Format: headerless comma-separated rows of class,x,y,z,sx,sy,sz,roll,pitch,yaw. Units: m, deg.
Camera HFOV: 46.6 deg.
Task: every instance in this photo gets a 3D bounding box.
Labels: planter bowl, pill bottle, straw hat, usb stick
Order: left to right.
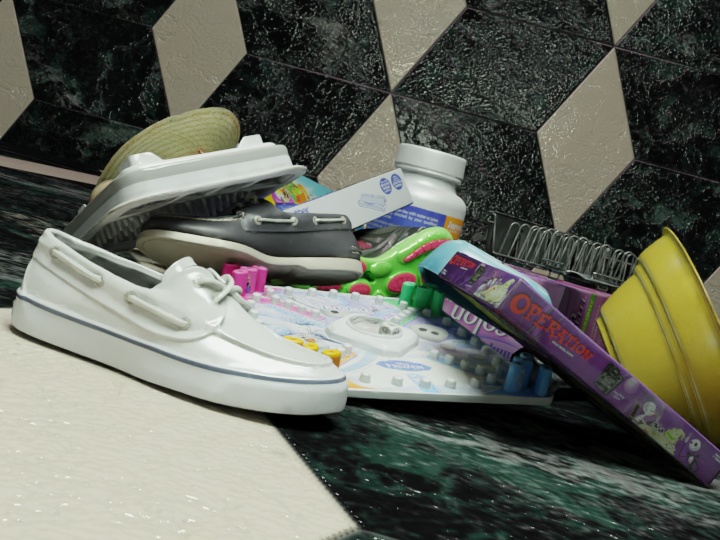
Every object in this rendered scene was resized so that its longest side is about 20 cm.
straw hat,-0.198,-0.090,0.967,0.085,0.201,0.201,49,15,16
pill bottle,0.061,-0.043,0.992,0.112,0.200,0.112,15,5,-1
usb stick,0.208,0.098,0.806,0.055,0.033,0.200,32,13,36
planter bowl,0.253,0.072,0.705,0.083,0.201,0.200,-20,-4,14

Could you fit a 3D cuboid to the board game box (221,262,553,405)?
board game box,0.011,0.041,0.616,0.200,0.026,0.200,6,15,-24

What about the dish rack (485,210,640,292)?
dish rack,0.228,-0.010,0.867,0.153,0.055,0.200,14,5,-17

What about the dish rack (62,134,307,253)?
dish rack,-0.159,-0.062,0.709,0.172,0.044,0.200,-18,-3,-36

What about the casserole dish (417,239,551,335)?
casserole dish,0.112,0.019,0.727,0.121,0.039,0.200,32,-3,10

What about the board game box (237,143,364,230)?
board game box,-0.084,-0.067,1.080,0.200,0.047,0.151,24,34,-28

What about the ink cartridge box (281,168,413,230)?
ink cartridge box,-0.041,-0.051,0.848,0.094,0.044,0.200,-19,5,40

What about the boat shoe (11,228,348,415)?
boat shoe,-0.098,0.026,0.460,0.200,0.065,0.074,16,4,7

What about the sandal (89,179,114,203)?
sandal,-0.178,-0.020,0.860,0.212,0.078,0.070,23,33,-36

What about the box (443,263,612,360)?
box,0.177,0.047,0.938,0.176,0.097,0.200,19,6,37

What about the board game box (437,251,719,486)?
board game box,0.150,0.064,0.581,0.200,0.032,0.120,39,4,-16

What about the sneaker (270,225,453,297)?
sneaker,0.000,0.000,0.845,0.200,0.077,0.084,-11,14,-27

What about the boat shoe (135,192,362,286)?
boat shoe,-0.088,-0.029,0.696,0.200,0.063,0.073,8,-20,-32
